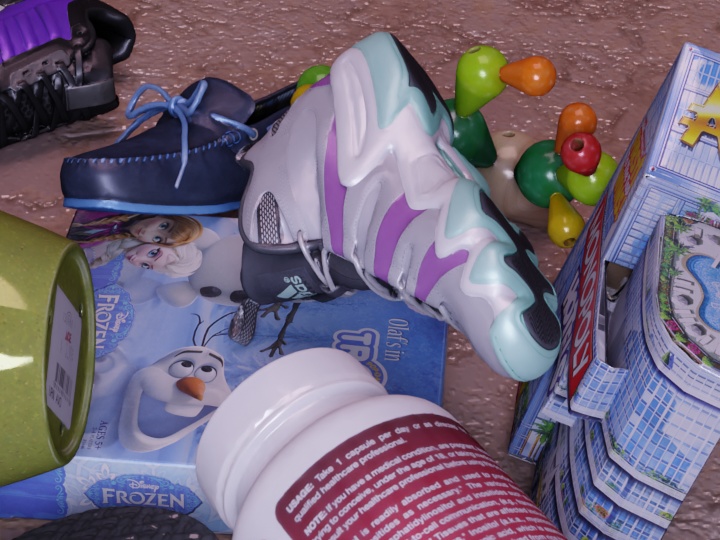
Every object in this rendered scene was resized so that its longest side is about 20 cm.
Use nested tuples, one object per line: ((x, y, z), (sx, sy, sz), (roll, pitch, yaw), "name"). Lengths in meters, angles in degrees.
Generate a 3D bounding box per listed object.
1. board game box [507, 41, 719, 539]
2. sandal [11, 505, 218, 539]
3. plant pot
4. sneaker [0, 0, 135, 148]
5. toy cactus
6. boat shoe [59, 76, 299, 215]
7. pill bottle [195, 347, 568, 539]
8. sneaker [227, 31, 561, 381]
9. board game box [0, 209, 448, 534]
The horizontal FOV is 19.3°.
((0.124, 0.016, 0.913), (0.061, 0.201, 0.200), (20, 35, -2), "board game box")
((-0.147, 0.155, 0.849), (0.199, 0.048, 0.075), (-25, 42, -14), "sandal")
((-0.217, 0.031, 0.883), (0.198, 0.188, 0.188), (3, 34, 5), "plant pot")
((-0.190, -0.107, 1.199), (0.099, 0.070, 0.200), (15, 37, 14), "sneaker")
((0.059, -0.053, 1.082), (0.199, 0.165, 0.103), (7, 77, 34), "toy cactus")
((-0.084, -0.070, 1.107), (0.084, 0.069, 0.200), (8, 13, 32), "boat shoe")
((0.022, 0.122, 0.819), (0.112, 0.114, 0.200), (-19, 47, -28), "pill bottle")
((0.000, 0.000, 0.955), (0.139, 0.078, 0.201), (-35, 48, 11), "sneaker")
((-0.058, 0.045, 1.006), (0.197, 0.044, 0.201), (4, 34, 2), "board game box")
